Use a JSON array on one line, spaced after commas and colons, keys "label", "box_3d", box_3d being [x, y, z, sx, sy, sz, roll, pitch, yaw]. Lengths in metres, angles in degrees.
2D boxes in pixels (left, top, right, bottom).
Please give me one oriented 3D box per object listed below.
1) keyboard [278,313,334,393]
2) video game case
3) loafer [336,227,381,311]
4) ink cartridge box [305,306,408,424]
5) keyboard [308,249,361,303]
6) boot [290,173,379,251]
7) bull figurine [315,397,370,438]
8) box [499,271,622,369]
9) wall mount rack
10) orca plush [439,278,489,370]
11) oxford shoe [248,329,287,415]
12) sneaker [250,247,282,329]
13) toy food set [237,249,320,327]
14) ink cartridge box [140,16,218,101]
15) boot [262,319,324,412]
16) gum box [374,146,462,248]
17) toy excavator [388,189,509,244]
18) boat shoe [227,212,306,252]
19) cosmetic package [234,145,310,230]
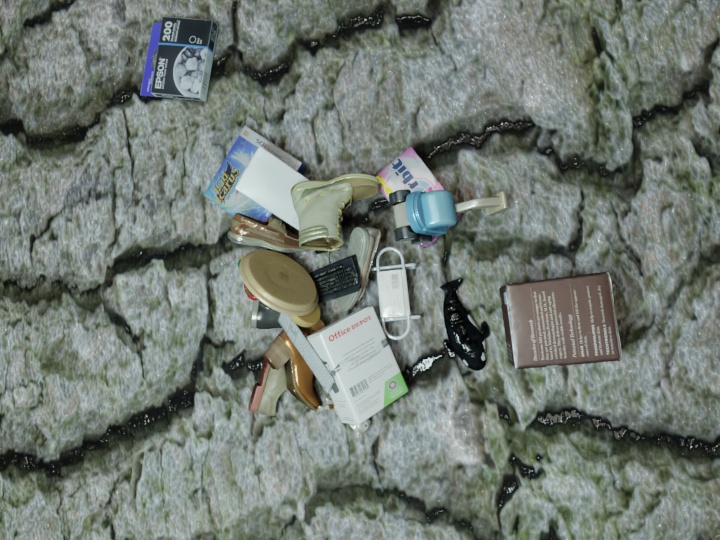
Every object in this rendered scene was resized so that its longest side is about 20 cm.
[{"label": "keyboard", "box_3d": [-0.117, 0.167, 1.145, 0.011, 0.057, 0.201, -25, 64, -30]}, {"label": "video game case", "box_3d": [-0.256, -0.217, 1.306, 0.180, 0.045, 0.202, 33, 93, 13]}, {"label": "loafer", "box_3d": [0.000, 0.000, 1.177, 0.072, 0.062, 0.203, 42, 127, 42]}, {"label": "ink cartridge box", "box_3d": [-0.007, 0.199, 1.149, 0.144, 0.084, 0.203, -24, 91, -30]}, {"label": "keyboard", "box_3d": [-0.069, -0.001, 1.201, 0.199, 0.020, 0.130, -20, 80, 52]}, {"label": "boot", "box_3d": [-0.044, -0.123, 1.149, 0.196, 0.073, 0.157, -9, 61, -6]}, {"label": "bull figurine", "box_3d": [-0.035, 0.270, 1.204, 0.119, 0.065, 0.205, 5, 76, -31]}, {"label": "box", "box_3d": [0.394, 0.101, 1.088, 0.196, 0.166, 0.168, -8, 85, 11]}, {"label": "wall mount rack", "box_3d": [0.049, 0.055, 1.213, 0.170, 0.075, 0.205, -6, 84, 8]}, {"label": "orca plush", "box_3d": [0.226, 0.119, 1.169, 0.103, 0.071, 0.205, -6, 85, 11]}, {"label": "oxford shoe", "box_3d": [-0.196, 0.239, 1.261, 0.074, 0.070, 0.203, 22, 89, -15]}, {"label": "sneaker", "box_3d": [-0.195, 0.040, 1.272, 0.104, 0.075, 0.205, 7, 78, -9]}, {"label": "toy food set", "box_3d": [-0.175, 0.030, 1.171, 0.049, 0.197, 0.200, -53, 36, 27]}, {"label": "ink cartridge box", "box_3d": [-0.472, -0.541, 1.375, 0.196, 0.043, 0.203, 8, 88, 13]}, {"label": "boot", "box_3d": [-0.114, 0.209, 1.237, 0.155, 0.076, 0.201, -41, 103, -23]}, {"label": "gum box", "box_3d": [0.131, -0.158, 1.211, 0.113, 0.066, 0.201, -38, 80, 6]}, {"label": "toy excavator", "box_3d": [0.184, -0.122, 1.106, 0.197, 0.193, 0.102, -12, 82, 36]}, {"label": "boat shoe", "box_3d": [-0.200, -0.087, 1.227, 0.196, 0.076, 0.073, 9, 99, -23]}, {"label": "cosmetic package", "box_3d": [-0.176, -0.181, 1.228, 0.198, 0.081, 0.114, 35, 92, -15]}]
